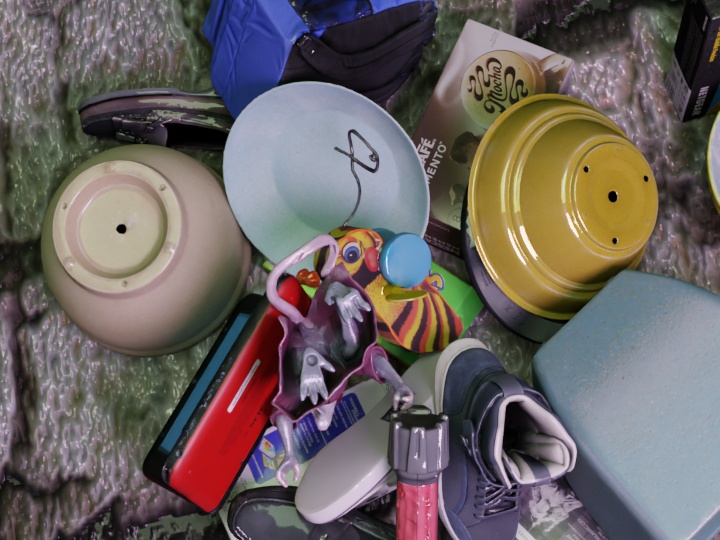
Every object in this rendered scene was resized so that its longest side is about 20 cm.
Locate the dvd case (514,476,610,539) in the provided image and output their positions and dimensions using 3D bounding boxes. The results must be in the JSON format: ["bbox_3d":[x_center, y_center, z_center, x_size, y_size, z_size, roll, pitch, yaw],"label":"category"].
[{"bbox_3d":[0.202,0.177,1.266,0.149,0.016,0.200,43,80,14],"label":"dvd case"}]

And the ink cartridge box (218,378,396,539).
[{"bbox_3d":[-0.038,0.178,1.275,0.198,0.039,0.100,-25,73,-2],"label":"ink cartridge box"}]

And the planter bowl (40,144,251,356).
[{"bbox_3d":[-0.209,-0.029,1.291,0.197,0.135,0.203,-1,80,5],"label":"planter bowl"}]

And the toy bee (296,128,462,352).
[{"bbox_3d":[0.000,0.000,1.216,0.108,0.131,0.201,-36,89,-18],"label":"toy bee"}]

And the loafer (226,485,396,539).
[{"bbox_3d":[-0.019,0.237,1.211,0.198,0.070,0.069,18,97,-6],"label":"loafer"}]

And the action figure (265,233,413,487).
[{"bbox_3d":[-0.043,0.083,1.171,0.133,0.200,0.150,-29,78,-10],"label":"action figure"}]

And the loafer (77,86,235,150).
[{"bbox_3d":[-0.179,-0.142,1.374,0.197,0.072,0.064,-4,76,1],"label":"loafer"}]

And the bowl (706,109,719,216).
[{"bbox_3d":[0.409,-0.079,1.280,0.197,0.108,0.203,-1,73,5],"label":"bowl"}]

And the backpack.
[{"bbox_3d":[-0.035,-0.239,1.324,0.198,0.163,0.169,-21,70,-31],"label":"backpack"}]

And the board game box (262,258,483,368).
[{"bbox_3d":[0.014,0.013,1.329,0.199,0.030,0.096,33,79,16],"label":"board game box"}]

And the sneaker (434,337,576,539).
[{"bbox_3d":[0.118,0.174,1.153,0.076,0.146,0.205,-16,112,-18],"label":"sneaker"}]

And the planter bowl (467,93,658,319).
[{"bbox_3d":[0.198,-0.060,1.220,0.198,0.083,0.203,2,85,-30],"label":"planter bowl"}]

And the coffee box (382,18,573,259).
[{"bbox_3d":[0.112,-0.120,1.333,0.112,0.080,0.202,24,76,12],"label":"coffee box"}]

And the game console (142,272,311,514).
[{"bbox_3d":[-0.130,0.095,1.229,0.118,0.173,0.201,25,76,22],"label":"game console"}]

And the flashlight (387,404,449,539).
[{"bbox_3d":[0.045,0.218,1.143,0.067,0.067,0.203,13,107,44],"label":"flashlight"}]

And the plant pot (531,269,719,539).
[{"bbox_3d":[0.250,0.118,1.178,0.196,0.196,0.200,-42,70,-9],"label":"plant pot"}]

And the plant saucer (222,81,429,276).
[{"bbox_3d":[-0.027,-0.082,1.271,0.199,0.203,0.039,19,32,11],"label":"plant saucer"}]

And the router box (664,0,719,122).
[{"bbox_3d":[0.365,-0.220,1.280,0.147,0.200,0.052,-18,70,-1],"label":"router box"}]

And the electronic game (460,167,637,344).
[{"bbox_3d":[0.176,-0.033,1.277,0.198,0.041,0.203,2,85,-30],"label":"electronic game"}]

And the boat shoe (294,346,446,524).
[{"bbox_3d":[0.028,0.154,1.218,0.200,0.066,0.072,-46,34,-24],"label":"boat shoe"}]
